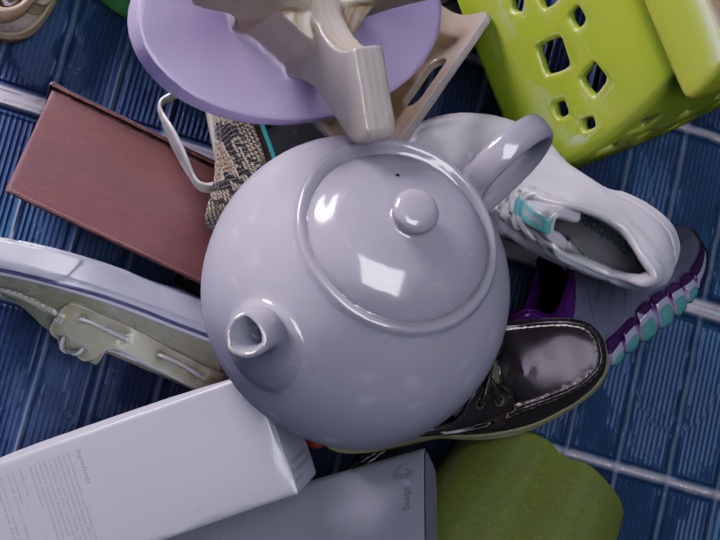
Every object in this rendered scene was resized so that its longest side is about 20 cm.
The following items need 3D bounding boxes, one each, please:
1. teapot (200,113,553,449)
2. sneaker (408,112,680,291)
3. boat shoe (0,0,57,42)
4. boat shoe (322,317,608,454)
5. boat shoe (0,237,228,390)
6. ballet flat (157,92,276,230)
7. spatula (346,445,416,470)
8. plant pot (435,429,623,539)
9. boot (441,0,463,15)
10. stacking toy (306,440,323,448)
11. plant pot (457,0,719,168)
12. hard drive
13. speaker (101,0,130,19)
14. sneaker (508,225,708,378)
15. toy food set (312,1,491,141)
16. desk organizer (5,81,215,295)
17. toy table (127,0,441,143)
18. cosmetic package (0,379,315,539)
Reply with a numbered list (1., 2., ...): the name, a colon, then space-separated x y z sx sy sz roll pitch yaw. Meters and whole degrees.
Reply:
1. teapot: 0.012 -0.005 0.956 0.195 0.146 0.202 12 59 -16
2. sneaker: 0.112 -0.043 1.079 0.198 0.088 0.076 23 107 9
3. boat shoe: -0.199 -0.249 1.121 0.071 0.064 0.202 23 78 -10
4. boat shoe: 0.062 0.074 1.057 0.198 0.065 0.074 -16 79 0
5. boat shoe: -0.170 0.030 1.092 0.198 0.072 0.063 18 81 -13
6. ballet flat: -0.095 -0.120 1.071 0.074 0.068 0.202 -11 76 0
7. spatula: -0.009 0.145 1.143 0.199 0.021 0.057 -38 106 -18
8. plant pot: 0.081 0.211 1.087 0.199 0.200 0.191 36 64 -7
9. boot: -0.021 -0.212 1.152 0.210 0.079 0.159 -31 98 -26
10. stacking toy: -0.007 0.073 1.126 0.199 0.085 0.086 -31 91 -12
11. plant pot: 0.200 -0.197 1.128 0.198 0.181 0.202 -23 92 -36
12. hard drive: -0.049 0.185 1.037 0.198 0.132 0.026 -18 122 13
13. speaker: -0.109 -0.265 1.135 0.088 0.088 0.201 30 77 -9
14. sneaker: 0.168 0.008 1.151 0.200 0.074 0.088 -42 115 -34
15. toy food set: -0.018 -0.184 1.059 0.200 0.060 0.144 43 57 -14
16. desk organizer: -0.132 -0.041 1.110 0.199 0.072 0.078 26 80 -10
17. toy table: -0.024 -0.159 0.965 0.199 0.117 0.186 -21 93 -25
18. cosmetic package: -0.135 0.127 1.039 0.198 0.113 0.082 -18 88 6
